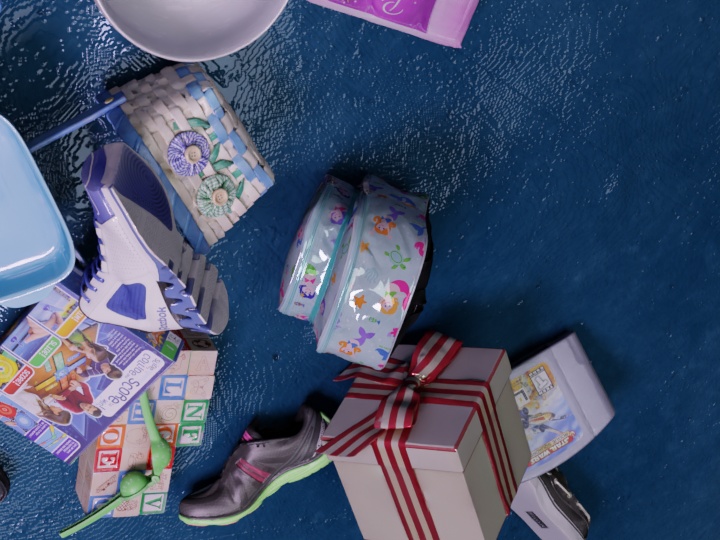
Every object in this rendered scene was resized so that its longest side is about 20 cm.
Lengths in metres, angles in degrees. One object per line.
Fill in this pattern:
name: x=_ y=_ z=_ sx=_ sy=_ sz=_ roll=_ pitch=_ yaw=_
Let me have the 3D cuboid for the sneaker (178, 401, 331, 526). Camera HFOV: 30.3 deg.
sneaker: x=-0.121 y=0.214 z=1.485 sx=0.200 sy=0.077 sz=0.084 roll=-32 pitch=107 yaw=-11

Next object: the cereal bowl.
cereal bowl: x=-0.158 y=-0.293 z=1.189 sx=0.200 sy=0.083 sz=0.200 roll=-11 pitch=118 yaw=-21

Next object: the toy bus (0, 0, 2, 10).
toy bus: x=-0.367 y=-0.233 z=1.024 sx=0.136 sy=0.192 sz=0.200 roll=-58 pitch=151 yaw=10

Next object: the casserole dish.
casserole dish: x=-0.326 y=-0.059 z=1.155 sx=0.121 sy=0.039 sz=0.200 roll=-18 pitch=119 yaw=3

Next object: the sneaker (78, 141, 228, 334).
sneaker: x=-0.208 y=-0.007 z=1.165 sx=0.115 sy=0.081 sz=0.199 roll=-14 pitch=129 yaw=18

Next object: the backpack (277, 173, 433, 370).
backpack: x=0.000 y=0.000 z=1.347 sx=0.151 sy=0.200 sz=0.178 roll=16 pitch=109 yaw=-10

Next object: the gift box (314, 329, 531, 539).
gift box: x=0.060 y=0.188 z=1.460 sx=0.200 sy=0.185 sz=0.187 roll=-1 pitch=126 yaw=24

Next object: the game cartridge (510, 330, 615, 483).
game cartridge: x=0.202 y=0.176 z=1.599 sx=0.200 sy=0.042 sz=0.133 roll=-29 pitch=91 yaw=-10

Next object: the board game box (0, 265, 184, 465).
board game box: x=-0.281 y=0.094 z=1.283 sx=0.135 sy=0.034 sz=0.200 roll=37 pitch=124 yaw=-17

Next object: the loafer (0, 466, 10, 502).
loafer: x=-0.431 y=0.189 z=1.313 sx=0.068 sy=0.070 sz=0.201 roll=-48 pitch=125 yaw=4

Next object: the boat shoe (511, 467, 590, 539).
boat shoe: x=0.225 y=0.278 z=1.683 sx=0.200 sy=0.071 sz=0.064 roll=52 pitch=55 yaw=-27

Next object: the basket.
basket: x=-0.199 y=-0.089 z=1.231 sx=0.200 sy=0.139 sz=0.176 roll=-33 pitch=125 yaw=0

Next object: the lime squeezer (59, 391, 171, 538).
lime squeezer: x=-0.236 y=0.203 z=1.362 sx=0.071 sy=0.038 sz=0.200 roll=19 pitch=107 yaw=-32

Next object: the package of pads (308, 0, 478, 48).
package of pads: x=0.030 y=-0.297 z=1.282 sx=0.200 sy=0.076 sz=0.121 roll=12 pitch=108 yaw=-30

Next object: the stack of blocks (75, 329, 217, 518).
stack of blocks: x=-0.227 y=0.159 z=1.402 sx=0.115 sy=0.059 sz=0.200 roll=2 pitch=114 yaw=-26
